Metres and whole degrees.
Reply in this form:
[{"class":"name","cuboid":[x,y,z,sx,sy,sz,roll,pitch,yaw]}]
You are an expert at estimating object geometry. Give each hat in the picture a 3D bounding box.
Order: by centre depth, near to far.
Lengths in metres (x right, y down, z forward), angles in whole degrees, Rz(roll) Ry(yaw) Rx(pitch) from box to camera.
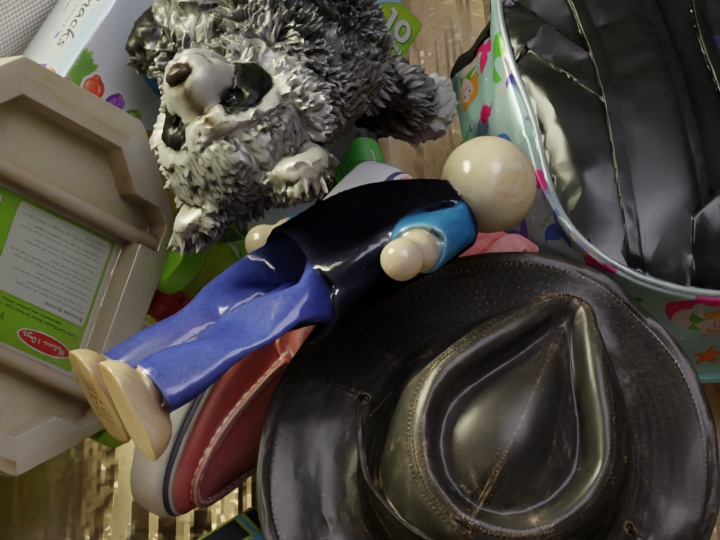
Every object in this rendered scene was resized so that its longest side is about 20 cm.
[{"class":"hat","cuboid":[0.057,0.060,0.905,0.201,0.081,0.201,4,59,-6]}]

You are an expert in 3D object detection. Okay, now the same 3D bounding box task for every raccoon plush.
[{"class":"raccoon plush","cuboid":[-0.009,-0.058,0.961,0.200,0.097,0.134,14,50,-38]}]

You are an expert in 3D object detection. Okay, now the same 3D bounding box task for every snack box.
[{"class":"snack box","cuboid":[-0.074,-0.077,1.040,0.142,0.053,0.200,45,64,-32]}]

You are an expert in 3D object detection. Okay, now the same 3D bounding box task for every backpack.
[{"class":"backpack","cuboid":[0.138,-0.039,1.092,0.177,0.151,0.200,-1,49,-19]}]

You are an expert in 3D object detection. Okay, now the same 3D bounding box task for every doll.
[{"class":"doll","cuboid":[-0.017,0.000,0.925,0.200,0.136,0.048,-31,107,-17]}]

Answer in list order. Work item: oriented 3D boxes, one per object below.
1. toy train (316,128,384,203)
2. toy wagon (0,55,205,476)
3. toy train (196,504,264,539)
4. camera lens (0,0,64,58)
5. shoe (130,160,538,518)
[{"class":"toy train","cuboid":[0.000,0.000,1.084,0.056,0.042,0.200,-16,55,2]},{"class":"toy wagon","cuboid":[-0.149,0.018,0.922,0.155,0.040,0.200,29,73,-36]},{"class":"toy train","cuboid":[0.003,0.138,0.956,0.200,0.087,0.114,-29,60,-33]},{"class":"camera lens","cuboid":[-0.184,-0.148,1.079,0.160,0.160,0.200,40,52,16]},{"class":"shoe","cuboid":[-0.007,0.039,0.990,0.091,0.071,0.200,25,55,22]}]
